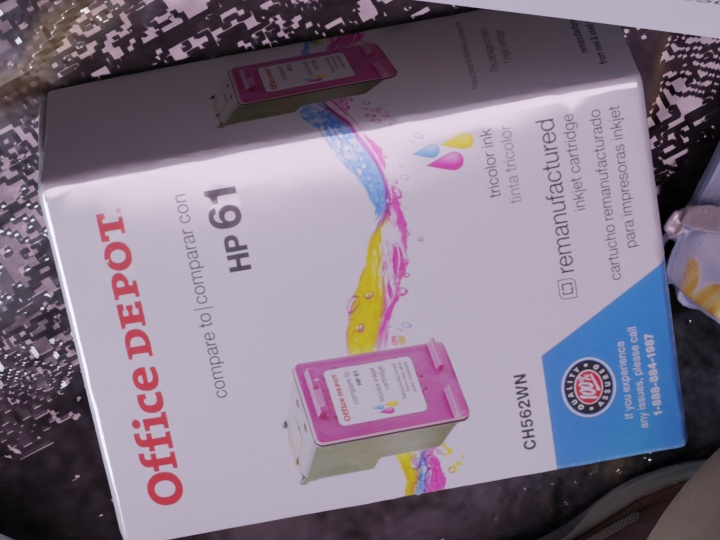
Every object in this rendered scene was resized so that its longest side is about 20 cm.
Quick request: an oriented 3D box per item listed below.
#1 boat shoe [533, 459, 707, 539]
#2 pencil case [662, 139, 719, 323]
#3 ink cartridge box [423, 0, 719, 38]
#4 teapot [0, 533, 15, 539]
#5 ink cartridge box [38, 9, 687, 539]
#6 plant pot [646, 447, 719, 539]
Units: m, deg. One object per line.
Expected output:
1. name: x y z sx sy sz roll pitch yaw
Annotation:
1. boat shoe: 0.090 0.131 0.996 0.200 0.072 0.076 -22 117 5
2. pencil case: 0.169 -0.068 0.897 0.091 0.083 0.200 19 115 2
3. ink cartridge box: 0.059 -0.177 0.782 0.144 0.084 0.200 6 83 -8
4. teapot: -0.164 0.192 0.966 0.197 0.200 0.146 -26 160 -23
5. ink cartridge box: 0.000 0.000 0.916 0.200 0.085 0.145 -10 117 2
6. plant pot: 0.182 0.109 0.903 0.200 0.135 0.201 6 130 7
